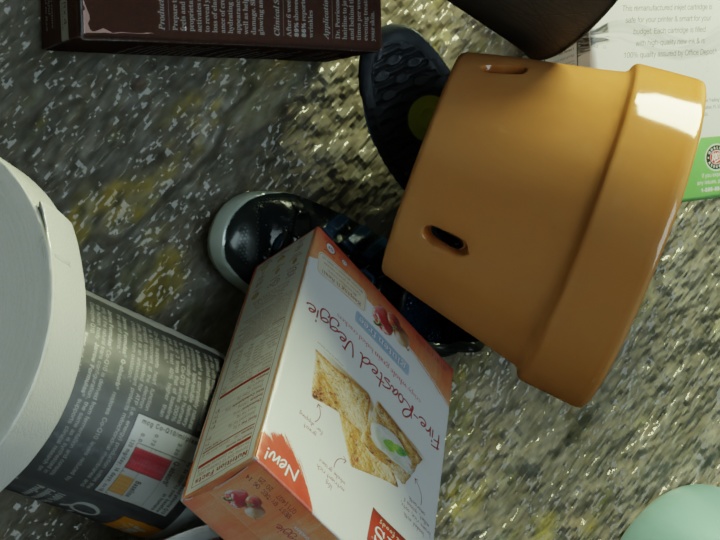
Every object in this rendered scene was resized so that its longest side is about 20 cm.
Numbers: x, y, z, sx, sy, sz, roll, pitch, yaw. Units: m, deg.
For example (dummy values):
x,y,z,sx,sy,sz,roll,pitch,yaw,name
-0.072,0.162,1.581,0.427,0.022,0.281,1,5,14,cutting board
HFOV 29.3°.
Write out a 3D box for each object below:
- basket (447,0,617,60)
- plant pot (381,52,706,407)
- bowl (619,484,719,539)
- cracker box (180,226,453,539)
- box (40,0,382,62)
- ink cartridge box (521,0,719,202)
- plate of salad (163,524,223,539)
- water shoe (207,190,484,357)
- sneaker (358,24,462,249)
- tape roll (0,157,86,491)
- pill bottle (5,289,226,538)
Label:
x,y,z,sx,sy,sz,roll,pitch,yaw,name
0.054,-0.228,0.781,0.198,0.180,0.137,24,72,-14,basket
0.100,-0.039,0.806,0.139,0.200,0.202,21,78,4,plant pot
0.286,0.271,1.045,0.199,0.105,0.203,-1,92,-31,bowl
-0.015,0.087,0.767,0.134,0.057,0.201,46,31,-23,cracker box
-0.087,-0.179,0.820,0.198,0.075,0.101,-2,93,-33,box
0.194,-0.147,0.987,0.145,0.084,0.202,-7,95,-32,ink cartridge box
-0.080,0.217,0.795,0.198,0.048,0.201,-13,134,-14,plate of salad
0.000,0.000,0.874,0.199,0.079,0.072,21,80,-30,water shoe
0.054,-0.071,0.919,0.066,0.079,0.201,-30,105,4,sneaker
-0.230,0.028,0.676,0.037,0.201,0.205,45,63,-67,tape roll
-0.137,0.082,0.769,0.199,0.116,0.117,28,77,-30,pill bottle
